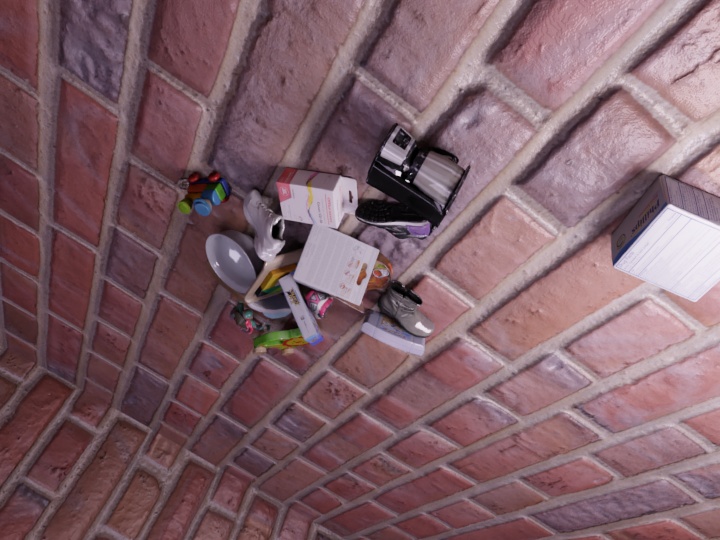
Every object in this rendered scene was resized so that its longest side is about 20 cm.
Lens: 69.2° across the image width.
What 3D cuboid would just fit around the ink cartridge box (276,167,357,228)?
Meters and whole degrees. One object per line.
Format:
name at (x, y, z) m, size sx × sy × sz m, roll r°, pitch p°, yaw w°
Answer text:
ink cartridge box at (-0.106, -0.181, 1.322) m, size 0.193 × 0.069 × 0.119 m, roll 10°, pitch 136°, yaw 15°

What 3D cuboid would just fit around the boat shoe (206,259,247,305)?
boat shoe at (-0.409, 0.026, 1.666) m, size 0.198 × 0.065 × 0.073 m, roll 39°, pitch 149°, yaw 13°

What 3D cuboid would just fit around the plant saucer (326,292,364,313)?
plant saucer at (-0.069, 0.061, 1.500) m, size 0.195 × 0.033 × 0.200 m, roll 29°, pitch 178°, yaw 1°

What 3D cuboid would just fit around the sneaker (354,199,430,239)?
sneaker at (0.079, -0.113, 1.304) m, size 0.193 × 0.077 × 0.089 m, roll 10°, pitch 142°, yaw 16°

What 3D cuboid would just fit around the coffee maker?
coffee maker at (0.114, -0.192, 1.149) m, size 0.196 × 0.135 × 0.195 m, roll 31°, pitch 124°, yaw 3°

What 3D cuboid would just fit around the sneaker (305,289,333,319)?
sneaker at (-0.124, 0.090, 1.550) m, size 0.074 × 0.082 × 0.200 m, roll 38°, pitch 170°, yaw -2°

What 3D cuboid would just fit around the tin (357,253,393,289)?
tin at (0.000, 0.000, 1.474) m, size 0.194 × 0.043 × 0.114 m, roll -3°, pitch 135°, yaw 27°

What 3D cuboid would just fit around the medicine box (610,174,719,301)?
medicine box at (0.652, -0.063, 1.067) m, size 0.194 × 0.105 × 0.185 m, roll 23°, pitch 137°, yaw 2°

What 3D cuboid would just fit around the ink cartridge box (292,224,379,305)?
ink cartridge box at (-0.065, -0.016, 1.401) m, size 0.194 × 0.165 × 0.047 m, roll 22°, pitch 171°, yaw 1°

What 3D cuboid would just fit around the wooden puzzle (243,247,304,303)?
wooden puzzle at (-0.229, 0.019, 1.502) m, size 0.038 × 0.182 × 0.201 m, roll 55°, pitch 137°, yaw 17°

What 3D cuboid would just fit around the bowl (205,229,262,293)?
bowl at (-0.356, -0.043, 1.539) m, size 0.196 × 0.091 × 0.206 m, roll 22°, pitch 135°, yaw 23°

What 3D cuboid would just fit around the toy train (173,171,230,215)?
toy train at (-0.465, -0.201, 1.430) m, size 0.193 × 0.118 × 0.086 m, roll 1°, pitch 134°, yaw 22°

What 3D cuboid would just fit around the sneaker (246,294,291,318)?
sneaker at (-0.285, 0.119, 1.619) m, size 0.082 × 0.075 × 0.197 m, roll -43°, pitch 147°, yaw 24°

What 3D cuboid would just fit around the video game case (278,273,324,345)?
video game case at (-0.171, 0.120, 1.523) m, size 0.185 × 0.044 × 0.200 m, roll 63°, pitch 176°, yaw 12°

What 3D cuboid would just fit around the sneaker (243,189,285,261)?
sneaker at (-0.243, -0.133, 1.380) m, size 0.098 × 0.077 × 0.206 m, roll -30°, pitch 73°, yaw 28°

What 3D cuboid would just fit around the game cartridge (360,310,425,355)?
game cartridge at (0.099, 0.183, 1.541) m, size 0.194 × 0.133 × 0.043 m, roll 22°, pitch 102°, yaw 2°

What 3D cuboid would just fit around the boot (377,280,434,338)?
boot at (0.145, 0.114, 1.476) m, size 0.196 × 0.069 × 0.131 m, roll 33°, pitch 152°, yaw -6°

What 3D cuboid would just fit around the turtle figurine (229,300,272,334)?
turtle figurine at (-0.374, 0.148, 1.728) m, size 0.199 × 0.099 × 0.154 m, roll -29°, pitch 87°, yaw 59°

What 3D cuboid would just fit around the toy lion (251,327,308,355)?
toy lion at (-0.236, 0.226, 1.725) m, size 0.189 × 0.071 × 0.196 m, roll -26°, pitch 155°, yaw 38°
